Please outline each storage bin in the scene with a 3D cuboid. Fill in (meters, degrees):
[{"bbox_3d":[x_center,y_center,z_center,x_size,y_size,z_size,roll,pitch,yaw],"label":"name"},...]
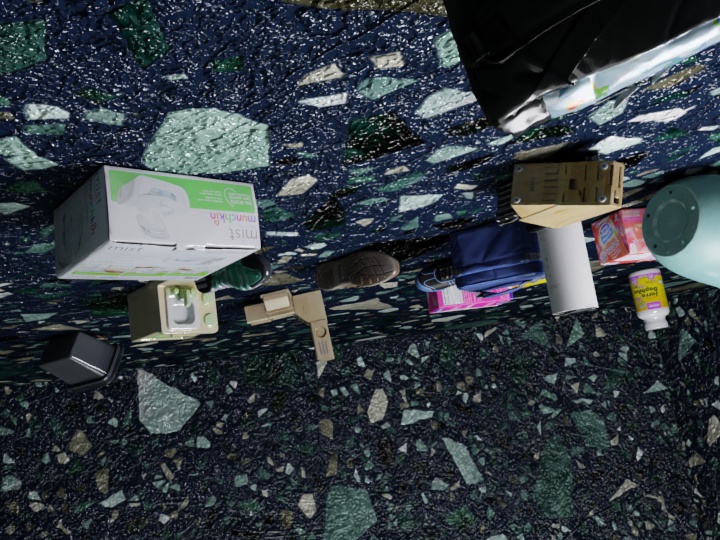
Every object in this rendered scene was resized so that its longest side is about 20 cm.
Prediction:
[{"bbox_3d":[-0.777,0.236,1.847,0.200,0.146,0.134,-15,140,32],"label":"storage bin"}]

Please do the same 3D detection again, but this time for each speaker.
[{"bbox_3d":[0.362,-0.022,1.186,0.081,0.201,0.081,-8,169,-2],"label":"speaker"}]

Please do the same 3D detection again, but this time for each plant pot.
[{"bbox_3d":[0.591,-0.075,1.149,0.161,0.201,0.201,8,164,-21],"label":"plant pot"}]

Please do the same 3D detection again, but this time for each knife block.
[{"bbox_3d":[0.295,-0.102,0.996,0.200,0.064,0.175,2,169,29],"label":"knife block"}]

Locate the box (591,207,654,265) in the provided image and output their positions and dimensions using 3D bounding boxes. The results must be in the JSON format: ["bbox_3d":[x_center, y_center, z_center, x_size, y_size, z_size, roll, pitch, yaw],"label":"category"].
[{"bbox_3d":[0.596,-0.074,1.378,0.199,0.096,0.100,-5,169,-17],"label":"box"}]

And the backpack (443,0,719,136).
[{"bbox_3d":[0.158,-0.185,0.389,0.200,0.164,0.154,-24,171,32],"label":"backpack"}]

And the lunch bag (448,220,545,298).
[{"bbox_3d":[0.271,-0.017,1.322,0.200,0.133,0.136,-15,167,27],"label":"lunch bag"}]

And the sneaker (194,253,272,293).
[{"bbox_3d":[-0.218,-0.004,1.224,0.200,0.075,0.087,-6,-173,40],"label":"sneaker"}]

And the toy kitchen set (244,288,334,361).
[{"bbox_3d":[-0.182,0.150,1.687,0.199,0.181,0.163,-12,168,-3],"label":"toy kitchen set"}]

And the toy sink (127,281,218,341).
[{"bbox_3d":[-0.378,0.083,1.384,0.130,0.112,0.200,2,165,-44],"label":"toy sink"}]

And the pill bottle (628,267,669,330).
[{"bbox_3d":[0.983,0.099,2.264,0.104,0.201,0.104,-9,169,-2],"label":"pill bottle"}]

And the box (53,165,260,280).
[{"bbox_3d":[-0.260,-0.049,0.852,0.200,0.097,0.176,2,164,-41],"label":"box"}]

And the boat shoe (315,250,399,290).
[{"bbox_3d":[0.000,0.000,1.380,0.200,0.076,0.072,-5,177,36],"label":"boat shoe"}]

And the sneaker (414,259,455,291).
[{"bbox_3d":[0.225,-0.002,1.549,0.199,0.070,0.078,-14,165,-4],"label":"sneaker"}]

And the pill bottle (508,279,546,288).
[{"bbox_3d":[0.361,-0.024,1.417,0.200,0.110,0.109,-17,166,34],"label":"pill bottle"}]

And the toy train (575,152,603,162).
[{"bbox_3d":[0.357,-0.139,1.033,0.046,0.034,0.200,-9,169,21],"label":"toy train"}]

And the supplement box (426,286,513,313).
[{"bbox_3d":[0.276,0.045,1.721,0.199,0.104,0.101,-5,169,-10],"label":"supplement box"}]
